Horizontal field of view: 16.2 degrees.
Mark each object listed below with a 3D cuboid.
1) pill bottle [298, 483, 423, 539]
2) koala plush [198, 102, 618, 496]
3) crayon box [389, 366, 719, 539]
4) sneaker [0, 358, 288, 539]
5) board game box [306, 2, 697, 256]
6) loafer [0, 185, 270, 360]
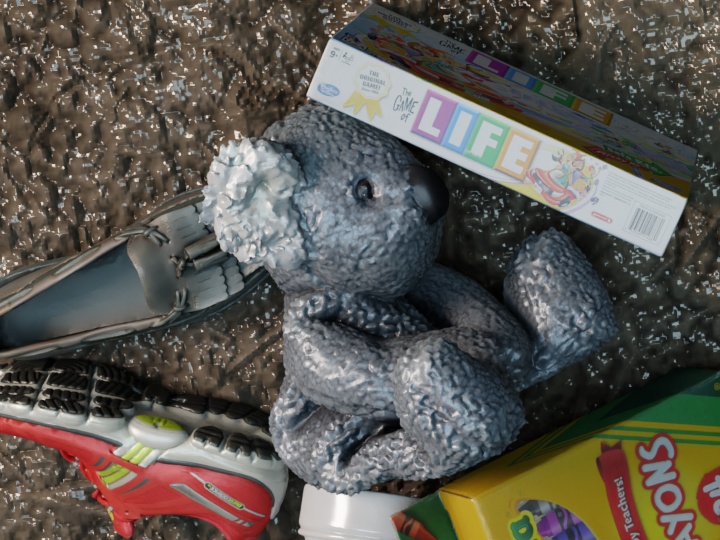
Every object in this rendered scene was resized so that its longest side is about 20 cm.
[{"bbox_3d":[-0.005,0.223,1.401,0.110,0.111,0.201,7,85,8],"label":"pill bottle"},{"bbox_3d":[0.000,0.000,1.357,0.183,0.177,0.201,-20,103,38],"label":"koala plush"},{"bbox_3d":[0.128,0.150,1.376,0.199,0.051,0.128,-25,100,-20],"label":"crayon box"},{"bbox_3d":[-0.141,0.110,1.455,0.199,0.077,0.085,16,111,6],"label":"sneaker"},{"bbox_3d":[0.079,-0.078,1.339,0.199,0.134,0.034,24,106,3],"label":"board game box"},{"bbox_3d":[-0.129,0.009,1.432,0.199,0.063,0.072,-22,99,14],"label":"loafer"}]
